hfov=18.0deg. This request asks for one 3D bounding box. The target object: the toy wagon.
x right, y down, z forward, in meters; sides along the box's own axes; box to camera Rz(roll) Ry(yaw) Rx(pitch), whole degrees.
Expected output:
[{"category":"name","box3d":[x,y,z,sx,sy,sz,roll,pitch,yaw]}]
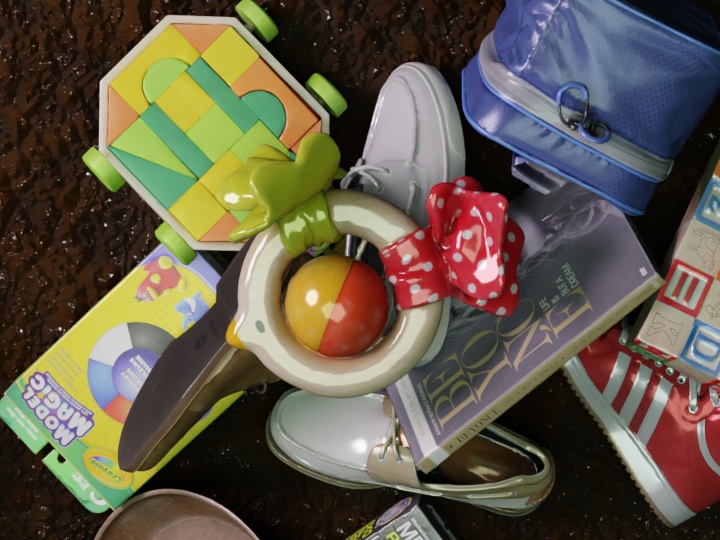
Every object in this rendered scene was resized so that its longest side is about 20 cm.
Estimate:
[{"category":"toy wagon","box3d":[-0.080,-0.076,1.507,0.155,0.040,0.200,-44,95,-4]}]

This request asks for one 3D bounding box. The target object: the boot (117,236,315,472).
[{"category":"boot","box3d":[-0.087,0.068,1.506,0.075,0.074,0.200,29,112,-29]}]

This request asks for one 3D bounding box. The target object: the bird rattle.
[{"category":"bird rattle","box3d":[0.000,0.000,1.423,0.199,0.113,0.164,22,98,-12]}]

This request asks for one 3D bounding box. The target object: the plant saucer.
[{"category":"plant saucer","box3d":[-0.110,0.247,1.579,0.199,0.037,0.202,8,103,35]}]

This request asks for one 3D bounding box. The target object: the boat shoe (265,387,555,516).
[{"category":"boat shoe","box3d":[0.035,0.114,1.533,0.198,0.068,0.075,11,72,-1]}]

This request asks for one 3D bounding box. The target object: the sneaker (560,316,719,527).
[{"category":"sneaker","box3d":[0.202,0.065,1.511,0.112,0.071,0.201,-30,105,17]}]

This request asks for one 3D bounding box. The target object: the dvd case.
[{"category":"dvd case","box3d":[0.094,0.022,1.483,0.200,0.149,0.016,-40,128,14]}]

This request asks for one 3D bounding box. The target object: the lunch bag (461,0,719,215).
[{"category":"lunch bag","box3d":[0.141,-0.116,1.411,0.135,0.200,0.133,27,107,-5]}]

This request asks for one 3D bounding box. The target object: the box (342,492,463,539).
[{"category":"box","box3d":[0.037,0.278,1.596,0.160,0.044,0.200,-36,97,13]}]

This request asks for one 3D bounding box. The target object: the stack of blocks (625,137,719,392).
[{"category":"stack of blocks","box3d":[0.265,-0.019,1.456,0.114,0.059,0.201,25,84,1]}]

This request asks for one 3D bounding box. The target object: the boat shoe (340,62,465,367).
[{"category":"boat shoe","box3d":[0.018,-0.039,1.485,0.072,0.068,0.202,6,89,50]}]

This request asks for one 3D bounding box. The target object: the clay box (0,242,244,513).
[{"category":"clay box","box3d":[-0.154,0.074,1.569,0.200,0.048,0.115,-43,94,12]}]
